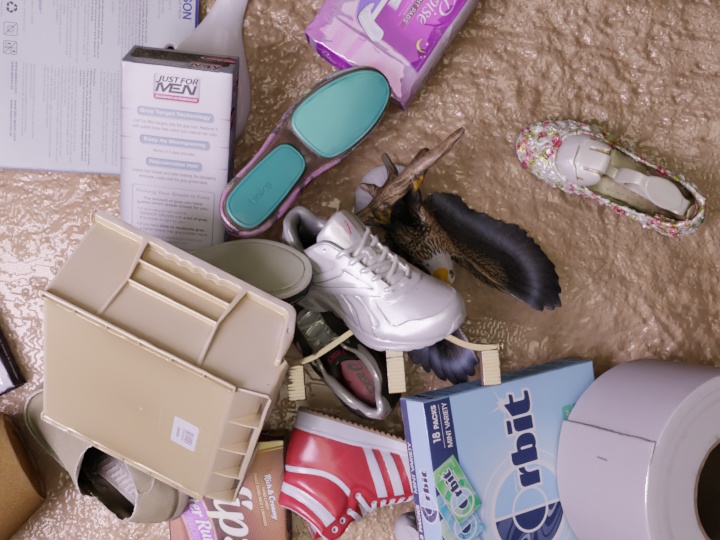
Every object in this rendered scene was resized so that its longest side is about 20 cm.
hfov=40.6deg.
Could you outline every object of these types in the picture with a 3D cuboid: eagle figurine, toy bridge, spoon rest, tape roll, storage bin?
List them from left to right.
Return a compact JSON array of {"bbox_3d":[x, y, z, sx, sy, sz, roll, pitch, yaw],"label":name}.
[{"bbox_3d":[-0.165,0.083,0.823,0.196,0.201,0.094,26,49,2],"label":"storage bin"},{"bbox_3d":[-0.134,-0.208,0.930,0.098,0.061,0.202,21,97,-23],"label":"spoon rest"},{"bbox_3d":[0.031,0.075,0.869,0.197,0.027,0.068,-5,87,1],"label":"toy bridge"},{"bbox_3d":[0.076,-0.010,0.919,0.150,0.152,0.200,-14,129,38],"label":"eagle figurine"},{"bbox_3d":[0.296,0.186,0.873,0.200,0.139,0.206,0,90,-21],"label":"tape roll"}]

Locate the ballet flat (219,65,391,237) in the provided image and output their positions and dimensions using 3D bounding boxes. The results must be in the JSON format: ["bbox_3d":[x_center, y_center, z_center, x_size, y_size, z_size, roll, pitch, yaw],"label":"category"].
[{"bbox_3d":[-0.054,-0.108,0.887,0.069,0.071,0.200,44,82,-8],"label":"ballet flat"}]

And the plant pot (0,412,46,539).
[{"bbox_3d":[-0.401,0.221,0.896,0.198,0.186,0.188,-26,92,-13],"label":"plant pot"}]

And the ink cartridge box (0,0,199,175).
[{"bbox_3d":[-0.257,-0.192,0.929,0.197,0.043,0.200,2,92,-21],"label":"ink cartridge box"}]

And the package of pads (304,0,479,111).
[{"bbox_3d":[0.048,-0.265,0.919,0.120,0.076,0.201,35,92,-1],"label":"package of pads"}]

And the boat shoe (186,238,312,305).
[{"bbox_3d":[-0.126,0.023,0.868,0.196,0.075,0.067,-7,134,18],"label":"boat shoe"}]

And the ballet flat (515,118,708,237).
[{"bbox_3d":[0.246,-0.094,0.931,0.198,0.064,0.077,22,92,0],"label":"ballet flat"}]

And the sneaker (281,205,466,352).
[{"bbox_3d":[0.000,0.000,0.835,0.198,0.100,0.078,19,48,32],"label":"sneaker"}]

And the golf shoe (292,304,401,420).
[{"bbox_3d":[-0.031,0.056,0.925,0.077,0.088,0.200,-41,90,3],"label":"golf shoe"}]

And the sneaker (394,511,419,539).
[{"bbox_3d":[0.097,0.322,0.943,0.200,0.076,0.081,46,109,3],"label":"sneaker"}]

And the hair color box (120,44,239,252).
[{"bbox_3d":[-0.167,-0.096,0.894,0.097,0.061,0.203,6,116,-3],"label":"hair color box"}]

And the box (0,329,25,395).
[{"bbox_3d":[-0.448,0.089,0.950,0.198,0.036,0.145,-26,92,-1],"label":"box"}]

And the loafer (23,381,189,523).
[{"bbox_3d":[-0.247,0.166,0.911,0.198,0.068,0.077,29,102,21],"label":"loafer"}]

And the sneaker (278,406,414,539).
[{"bbox_3d":[0.018,0.211,0.921,0.197,0.071,0.114,19,81,-9],"label":"sneaker"}]

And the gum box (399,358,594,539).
[{"bbox_3d":[0.140,0.185,0.906,0.197,0.044,0.173,-8,92,-28],"label":"gum box"}]

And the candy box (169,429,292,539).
[{"bbox_3d":[-0.124,0.261,0.945,0.115,0.056,0.203,-1,93,1],"label":"candy box"}]
